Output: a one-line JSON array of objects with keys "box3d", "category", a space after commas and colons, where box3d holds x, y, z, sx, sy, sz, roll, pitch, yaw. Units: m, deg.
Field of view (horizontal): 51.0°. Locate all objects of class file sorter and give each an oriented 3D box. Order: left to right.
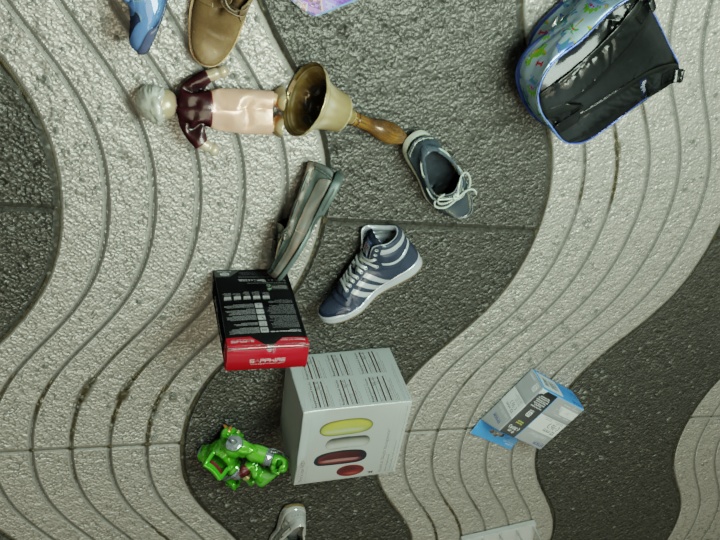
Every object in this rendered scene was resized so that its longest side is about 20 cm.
[{"box3d": [0.356, 0.730, 1.870, 0.198, 0.125, 0.140, -8, 127, -12], "category": "file sorter"}]

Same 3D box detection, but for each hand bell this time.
[{"box3d": [-0.003, -0.218, 1.096, 0.199, 0.104, 0.104, 13, 121, -39], "category": "hand bell"}]

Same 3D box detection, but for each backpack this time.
[{"box3d": [0.326, -0.295, 1.092, 0.200, 0.147, 0.183, -40, 128, 8], "category": "backpack"}]

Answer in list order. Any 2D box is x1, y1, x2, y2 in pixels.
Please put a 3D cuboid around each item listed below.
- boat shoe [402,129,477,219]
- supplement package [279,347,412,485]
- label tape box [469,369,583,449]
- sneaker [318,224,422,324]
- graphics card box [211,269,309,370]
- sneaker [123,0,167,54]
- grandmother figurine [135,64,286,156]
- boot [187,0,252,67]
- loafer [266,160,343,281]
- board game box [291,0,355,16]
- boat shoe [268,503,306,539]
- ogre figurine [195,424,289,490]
[{"box3d": [0.135, -0.140, 1.193, 0.075, 0.062, 0.200, -35, 135, 1], "category": "boat shoe"}, {"box3d": [-0.033, 0.267, 1.389, 0.198, 0.147, 0.192, -3, 126, -17], "category": "supplement package"}, {"box3d": [0.352, 0.318, 1.604, 0.143, 0.066, 0.200, 28, 111, -32], "category": "label tape box"}, {"box3d": [0.000, 0.000, 1.252, 0.199, 0.070, 0.109, -33, 133, -1], "category": "sneaker"}, {"box3d": [-0.160, 0.072, 1.172, 0.125, 0.200, 0.051, -2, 126, -18], "category": "graphics card box"}, {"box3d": [-0.267, -0.363, 0.903, 0.082, 0.074, 0.201, 4, 116, -19], "category": "sneaker"}, {"box3d": [-0.206, -0.220, 1.038, 0.198, 0.061, 0.122, 3, 97, -17], "category": "grandmother figurine"}, {"box3d": [-0.166, -0.340, 0.947, 0.073, 0.076, 0.201, 12, 124, -28], "category": "boot"}, {"box3d": [-0.100, -0.079, 1.176, 0.063, 0.072, 0.201, 30, 106, -11], "category": "loafer"}, {"box3d": [-0.017, -0.415, 0.960, 0.199, 0.039, 0.159, -22, 129, -2], "category": "board game box"}, {"box3d": [-0.158, 0.595, 1.640, 0.070, 0.069, 0.201, 0, 126, -20], "category": "boat shoe"}, {"box3d": [-0.229, 0.356, 1.413, 0.120, 0.200, 0.098, 39, 68, -22], "category": "ogre figurine"}]
